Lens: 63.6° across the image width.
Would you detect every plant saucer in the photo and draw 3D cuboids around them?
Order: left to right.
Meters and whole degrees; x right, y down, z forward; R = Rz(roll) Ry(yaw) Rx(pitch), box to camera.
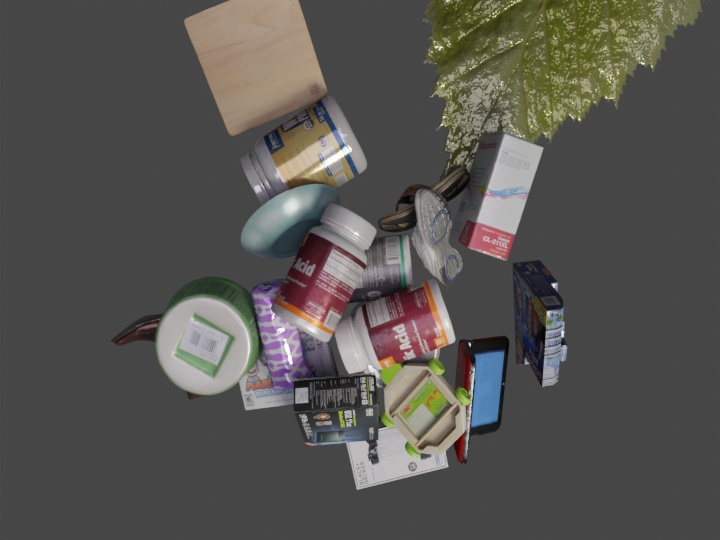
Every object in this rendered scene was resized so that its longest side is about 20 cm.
[{"bbox_3d":[-0.116,-0.073,1.035,0.197,0.201,0.039,-32,68,2],"label":"plant saucer"}]

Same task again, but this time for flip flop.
[{"bbox_3d":[0.116,-0.139,1.098,0.197,0.081,0.058,-36,70,5],"label":"flip flop"}]

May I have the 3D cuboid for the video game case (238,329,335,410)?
[{"bbox_3d":[-0.151,0.169,1.122,0.193,0.024,0.189,-9,101,10],"label":"video game case"}]

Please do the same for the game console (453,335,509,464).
[{"bbox_3d":[0.240,0.244,1.118,0.114,0.173,0.208,3,100,1],"label":"game console"}]

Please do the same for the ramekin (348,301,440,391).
[{"bbox_3d":[0.066,0.140,1.129,0.194,0.094,0.211,0,100,-2],"label":"ramekin"}]

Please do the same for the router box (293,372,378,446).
[{"bbox_3d":[-0.040,0.258,1.062,0.144,0.202,0.064,-5,58,-1],"label":"router box"}]

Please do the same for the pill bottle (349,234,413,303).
[{"bbox_3d":[0.000,0.000,1.088,0.192,0.113,0.118,-6,100,6],"label":"pill bottle"}]

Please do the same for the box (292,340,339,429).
[{"bbox_3d":[-0.099,0.205,1.163,0.106,0.035,0.207,-16,100,1],"label":"box"}]

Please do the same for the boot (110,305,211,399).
[{"bbox_3d":[-0.367,0.179,1.138,0.181,0.064,0.206,-22,105,4],"label":"boot"}]

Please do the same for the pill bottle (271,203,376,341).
[{"bbox_3d":[-0.058,0.002,0.970,0.112,0.114,0.205,28,84,-7],"label":"pill bottle"}]

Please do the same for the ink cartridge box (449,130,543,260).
[{"bbox_3d":[0.244,-0.138,1.061,0.080,0.146,0.207,16,99,-6],"label":"ink cartridge box"}]

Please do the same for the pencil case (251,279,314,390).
[{"bbox_3d":[-0.141,0.112,1.057,0.082,0.084,0.208,-10,102,-1],"label":"pencil case"}]

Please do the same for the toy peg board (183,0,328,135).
[{"bbox_3d":[-0.180,-0.383,1.042,0.194,0.098,0.204,-20,116,2],"label":"toy peg board"}]

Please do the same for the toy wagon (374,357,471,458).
[{"bbox_3d":[0.102,0.231,1.055,0.201,0.039,0.156,47,110,16],"label":"toy wagon"}]

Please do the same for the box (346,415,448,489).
[{"bbox_3d":[0.071,0.358,1.184,0.193,0.060,0.121,-12,100,0],"label":"box"}]

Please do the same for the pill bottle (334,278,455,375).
[{"bbox_3d":[0.058,0.102,1.013,0.194,0.114,0.118,-21,100,6],"label":"pill bottle"}]

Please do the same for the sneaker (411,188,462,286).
[{"bbox_3d":[0.125,-0.062,1.070,0.074,0.086,0.204,-37,130,-25],"label":"sneaker"}]

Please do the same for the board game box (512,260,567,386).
[{"bbox_3d":[0.342,0.117,1.108,0.059,0.201,0.207,-5,115,0],"label":"board game box"}]

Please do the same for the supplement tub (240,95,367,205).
[{"bbox_3d":[-0.100,-0.198,1.038,0.196,0.145,0.148,-30,100,3],"label":"supplement tub"}]

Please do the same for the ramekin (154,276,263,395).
[{"bbox_3d":[-0.274,0.122,1.051,0.192,0.098,0.208,0,100,-2],"label":"ramekin"}]
